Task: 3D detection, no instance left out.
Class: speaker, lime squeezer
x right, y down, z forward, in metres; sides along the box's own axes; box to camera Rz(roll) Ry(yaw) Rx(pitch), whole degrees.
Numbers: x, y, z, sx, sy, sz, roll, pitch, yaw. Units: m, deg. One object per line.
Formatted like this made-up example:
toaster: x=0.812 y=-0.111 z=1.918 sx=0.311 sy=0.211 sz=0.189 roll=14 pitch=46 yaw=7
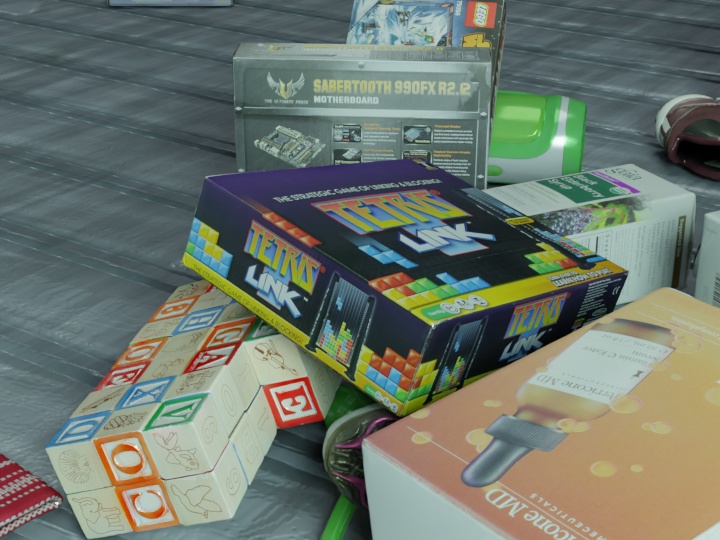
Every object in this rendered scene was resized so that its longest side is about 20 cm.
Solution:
speaker: x=0.102 y=-0.122 z=1.130 sx=0.198 sy=0.089 sz=0.089 roll=5 pitch=24 yaw=11
lime squeezer: x=-0.014 y=0.098 z=0.713 sx=0.070 sy=0.038 sz=0.200 roll=-35 pitch=29 yaw=1

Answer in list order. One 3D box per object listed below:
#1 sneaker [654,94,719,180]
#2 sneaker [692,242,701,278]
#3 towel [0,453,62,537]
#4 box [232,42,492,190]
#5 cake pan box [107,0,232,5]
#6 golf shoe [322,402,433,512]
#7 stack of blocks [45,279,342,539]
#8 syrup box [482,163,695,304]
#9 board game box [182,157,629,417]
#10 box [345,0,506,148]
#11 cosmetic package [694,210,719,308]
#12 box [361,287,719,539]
sneaker: x=0.377 y=-0.118 z=1.157 sx=0.198 sy=0.076 sz=0.116 roll=-5 pitch=28 yaw=14
sneaker: x=0.337 y=-0.015 z=0.928 sx=0.199 sy=0.076 sz=0.081 roll=-20 pitch=44 yaw=-33
towel: x=-0.279 y=0.116 z=0.671 sx=0.199 sy=0.023 sz=0.144 roll=19 pitch=28 yaw=32
box: x=0.001 y=-0.095 z=0.978 sx=0.198 sy=0.159 sz=0.048 roll=1 pitch=24 yaw=3
cake pan box: x=-0.279 y=-0.442 z=1.884 sx=0.183 sy=0.053 sz=0.200 roll=2 pitch=24 yaw=-3
golf shoe: x=0.064 y=0.091 z=0.680 sx=0.199 sy=0.073 sz=0.092 roll=0 pitch=16 yaw=-27
stack of blocks: x=-0.077 y=0.063 z=0.706 sx=0.114 sy=0.059 sz=0.200 roll=-13 pitch=20 yaw=19
syrup box: x=0.137 y=-0.017 z=0.900 sx=0.199 sy=0.082 sz=0.079 roll=-12 pitch=27 yaw=-23
board game box: x=0.030 y=-0.002 z=0.697 sx=0.165 sy=0.057 sz=0.199 roll=33 pitch=26 yaw=30
box: x=0.048 y=-0.144 z=1.080 sx=0.136 sy=0.201 sz=0.040 roll=6 pitch=-20 yaw=12
cosmetic package: x=0.317 y=0.008 z=0.812 sx=0.199 sy=0.114 sz=0.081 roll=-13 pitch=28 yaw=-23
box: x=0.126 y=0.108 z=0.557 sx=0.199 sy=0.107 sz=0.152 roll=-23 pitch=30 yaw=-30
